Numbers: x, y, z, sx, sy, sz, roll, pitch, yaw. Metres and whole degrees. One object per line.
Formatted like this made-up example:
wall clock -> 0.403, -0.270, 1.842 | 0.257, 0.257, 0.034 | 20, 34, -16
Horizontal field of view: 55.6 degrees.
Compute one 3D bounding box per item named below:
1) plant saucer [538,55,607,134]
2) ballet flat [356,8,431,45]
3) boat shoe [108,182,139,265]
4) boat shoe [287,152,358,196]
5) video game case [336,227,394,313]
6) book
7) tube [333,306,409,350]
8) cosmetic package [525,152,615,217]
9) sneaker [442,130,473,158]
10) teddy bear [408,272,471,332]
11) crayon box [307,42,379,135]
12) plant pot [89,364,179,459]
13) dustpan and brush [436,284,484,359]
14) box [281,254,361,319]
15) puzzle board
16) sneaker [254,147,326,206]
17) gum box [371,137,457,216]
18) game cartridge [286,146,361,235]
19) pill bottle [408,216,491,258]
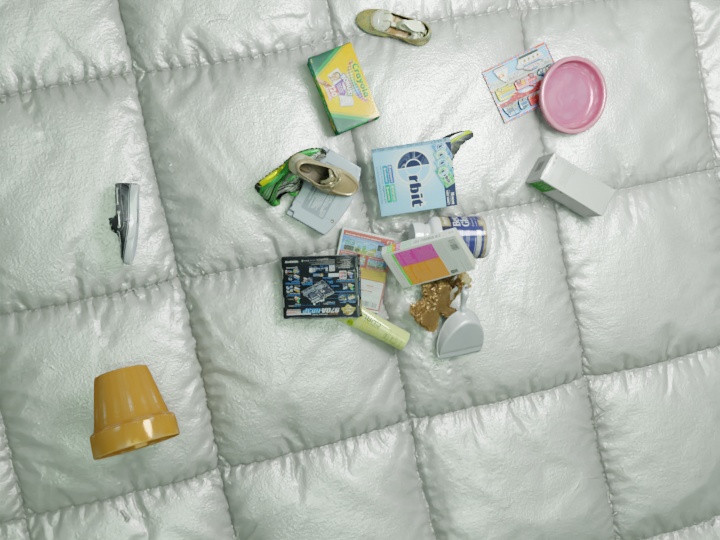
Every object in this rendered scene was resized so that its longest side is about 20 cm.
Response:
plant saucer -> 0.560, -0.467, 1.825 | 0.199, 0.051, 0.202 | -3, 100, -16
ballet flat -> 0.090, -0.631, 1.749 | 0.199, 0.071, 0.071 | 14, 90, -9
boat shoe -> -0.576, -0.114, 1.657 | 0.067, 0.072, 0.201 | 3, 89, -11
boat shoe -> -0.082, -0.226, 1.672 | 0.199, 0.065, 0.072 | 22, 101, -34
video game case -> 0.000, 0.000, 1.779 | 0.142, 0.017, 0.201 | 12, 90, -9
book -> 0.169, -0.031, 1.706 | 0.199, 0.048, 0.134 | -14, 137, 26
tube -> 0.031, 0.142, 1.773 | 0.199, 0.052, 0.058 | 29, 74, -8
cosmetic package -> 0.557, -0.225, 1.816 | 0.199, 0.108, 0.085 | 30, 87, -7
sneaker -> 0.217, -0.294, 1.784 | 0.200, 0.074, 0.081 | -37, 103, 1
teddy bear -> 0.209, 0.065, 1.796 | 0.145, 0.067, 0.201 | 25, 87, -27
crayon box -> -0.044, -0.459, 1.737 | 0.118, 0.058, 0.201 | -23, 95, -7
plant pot -> -0.551, 0.330, 1.627 | 0.199, 0.200, 0.184 | -16, 78, -8
dustpan and brush -> 0.268, 0.130, 1.782 | 0.139, 0.057, 0.201 | -9, 129, -21
box -> -0.098, 0.040, 1.725 | 0.199, 0.046, 0.160 | -2, 92, 7
puzzle board -> 0.444, -0.506, 1.834 | 0.199, 0.017, 0.151 | -27, 96, -8
sneaker -> -0.163, -0.236, 1.711 | 0.200, 0.078, 0.085 | -37, 90, 7
gum box -> 0.137, -0.236, 1.733 | 0.199, 0.045, 0.171 | -8, 115, 4
game cartridge -> -0.087, -0.199, 1.751 | 0.133, 0.040, 0.201 | 30, 87, -5
pill bottle -> 0.229, -0.084, 1.765 | 0.199, 0.111, 0.112 | -1, 92, -9
